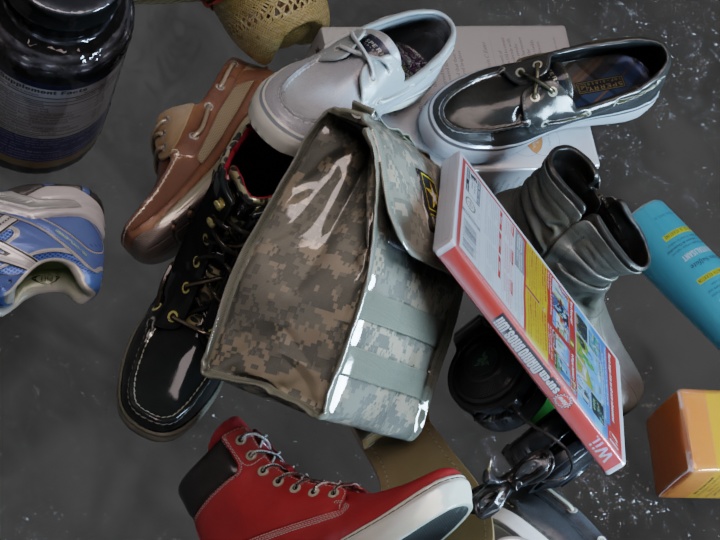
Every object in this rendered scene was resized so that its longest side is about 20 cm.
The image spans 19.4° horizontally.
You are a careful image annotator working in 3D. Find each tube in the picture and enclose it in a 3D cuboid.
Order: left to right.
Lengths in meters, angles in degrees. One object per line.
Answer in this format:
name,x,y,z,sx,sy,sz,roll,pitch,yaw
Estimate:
tube,0.273,0.031,1.578,0.077,0.051,0.200,-23,58,-36

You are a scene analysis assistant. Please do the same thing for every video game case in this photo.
video game case,0.115,0.026,1.419,0.200,0.017,0.143,51,20,-18

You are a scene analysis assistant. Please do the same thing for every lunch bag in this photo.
lunch bag,0.000,0.000,1.407,0.117,0.164,0.202,17,87,24

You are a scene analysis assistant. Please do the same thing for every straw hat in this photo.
straw hat,-0.067,-0.199,1.556,0.200,0.201,0.086,-30,99,-28

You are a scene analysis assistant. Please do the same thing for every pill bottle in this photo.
pill bottle,-0.217,-0.160,1.461,0.111,0.200,0.113,7,62,-13

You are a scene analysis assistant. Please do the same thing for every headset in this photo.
headset,0.102,0.106,1.439,0.094,0.200,0.124,-38,104,6

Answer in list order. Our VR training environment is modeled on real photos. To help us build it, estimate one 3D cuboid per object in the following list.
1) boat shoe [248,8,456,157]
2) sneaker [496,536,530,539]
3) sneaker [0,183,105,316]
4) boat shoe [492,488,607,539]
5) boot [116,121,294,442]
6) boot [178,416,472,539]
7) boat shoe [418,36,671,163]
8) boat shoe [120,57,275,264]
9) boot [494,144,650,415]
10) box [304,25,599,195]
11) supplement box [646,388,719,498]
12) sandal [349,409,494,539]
boat shoe,-0.001,-0.138,1.444,0.070,0.072,0.200,46,38,11
sneaker,0.146,0.262,1.412,0.200,0.114,0.073,43,58,5
sneaker,-0.267,-0.013,1.442,0.198,0.076,0.078,-5,61,-18
boat shoe,0.171,0.219,1.461,0.200,0.076,0.060,43,57,9
boot,-0.101,0.002,1.438,0.073,0.154,0.204,26,56,2
boot,-0.030,0.141,1.387,0.072,0.199,0.145,20,44,-58
boat shoe,0.135,-0.131,1.527,0.199,0.057,0.069,-15,70,-24
boat shoe,-0.120,-0.082,1.532,0.072,0.076,0.200,33,51,7
boot,0.163,0.014,1.515,0.068,0.130,0.201,-41,98,-37
box,0.061,-0.106,1.581,0.198,0.098,0.125,-2,65,-19
supplement box,0.316,0.130,1.560,0.198,0.069,0.067,2,64,-15
sandal,0.042,0.164,1.460,0.077,0.070,0.212,-17,47,-7
